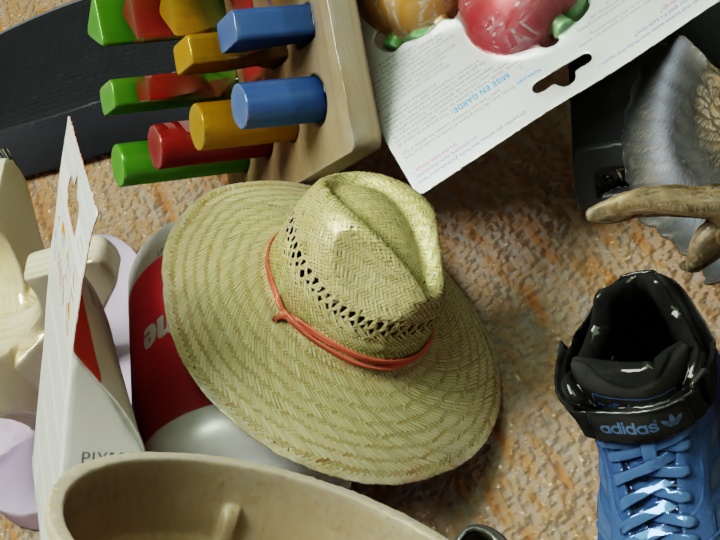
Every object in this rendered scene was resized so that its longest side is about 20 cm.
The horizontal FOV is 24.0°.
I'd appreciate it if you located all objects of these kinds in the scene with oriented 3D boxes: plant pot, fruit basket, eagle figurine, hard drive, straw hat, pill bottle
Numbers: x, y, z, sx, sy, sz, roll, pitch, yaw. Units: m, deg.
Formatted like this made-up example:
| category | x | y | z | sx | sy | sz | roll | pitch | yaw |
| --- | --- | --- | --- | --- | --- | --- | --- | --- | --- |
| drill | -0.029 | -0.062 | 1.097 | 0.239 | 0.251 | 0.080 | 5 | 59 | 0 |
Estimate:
| category | x | y | z | sx | sy | sz | roll | pitch | yaw |
| --- | --- | --- | --- | --- | --- | --- | --- | --- | --- |
| plant pot | -0.055 | 0.201 | 0.707 | 0.200 | 0.200 | 0.184 | 28 | 106 | 42 |
| fruit basket | 0.070 | -0.156 | 0.909 | 0.185 | 0.094 | 0.200 | -33 | 59 | 7 |
| eagle figurine | 0.197 | -0.058 | 0.772 | 0.151 | 0.151 | 0.200 | -64 | -4 | 19 |
| hard drive | 0.206 | -0.111 | 0.912 | 0.199 | 0.042 | 0.135 | -14 | 49 | 21 |
| hard drive | -0.191 | -0.137 | 1.181 | 0.199 | 0.042 | 0.135 | -14 | 48 | 21 |
| straw hat | 0.000 | 0.000 | 0.843 | 0.202 | 0.200 | 0.085 | -100 | 30 | -42 |
| pill bottle | -0.063 | 0.073 | 0.884 | 0.112 | 0.112 | 0.201 | -22 | 46 | 13 |

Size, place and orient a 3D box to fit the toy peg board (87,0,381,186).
| category | x | y | z | sx | sy | sz | roll | pitch | yaw |
| --- | --- | --- | --- | --- | --- | --- | --- | --- | --- |
| toy peg board | -0.086 | -0.139 | 0.953 | 0.097 | 0.201 | 0.199 | -9 | -5 | -23 |

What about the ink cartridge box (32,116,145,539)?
| category | x | y | z | sx | sy | sz | roll | pitch | yaw |
| --- | --- | --- | --- | --- | --- | --- | --- | --- | --- |
| ink cartridge box | -0.129 | 0.042 | 0.836 | 0.050 | 0.201 | 0.162 | 6 | 18 | -16 |

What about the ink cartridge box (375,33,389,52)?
| category | x | y | z | sx | sy | sz | roll | pitch | yaw |
| --- | --- | --- | --- | --- | --- | --- | --- | --- | --- |
| ink cartridge box | 0.037 | -0.200 | 1.067 | 0.145 | 0.084 | 0.201 | -14 | 49 | 21 |

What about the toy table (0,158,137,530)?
| category | x | y | z | sx | sy | sz | roll | pitch | yaw |
| --- | --- | --- | --- | --- | --- | --- | --- | --- | --- |
| toy table | -0.199 | 0.037 | 0.993 | 0.183 | 0.117 | 0.201 | -23 | 47 | 14 |

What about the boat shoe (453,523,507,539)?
| category | x | y | z | sx | sy | sz | roll | pitch | yaw |
| --- | --- | --- | --- | --- | --- | --- | --- | --- | --- |
| boat shoe | 0.069 | 0.200 | 0.732 | 0.072 | 0.066 | 0.201 | -23 | 46 | 12 |

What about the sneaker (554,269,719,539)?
| category | x | y | z | sx | sy | sz | roll | pitch | yaw |
| --- | --- | --- | --- | --- | --- | --- | --- | --- | --- |
| sneaker | 0.127 | 0.093 | 0.754 | 0.076 | 0.111 | 0.201 | -8 | 51 | 26 |
